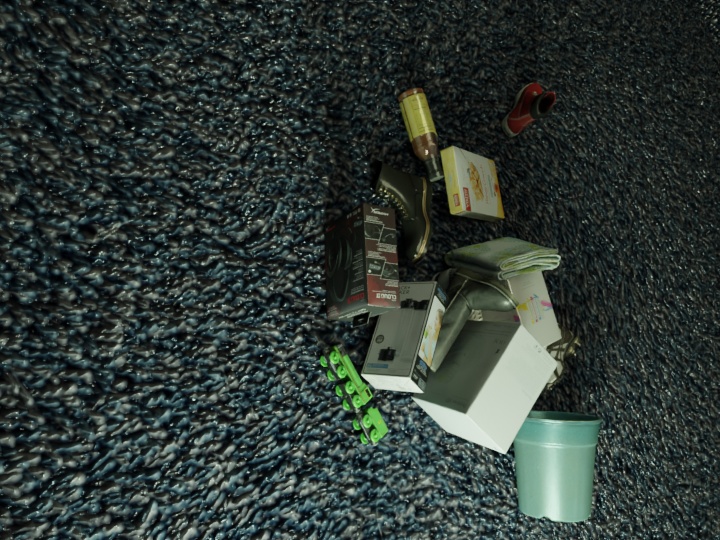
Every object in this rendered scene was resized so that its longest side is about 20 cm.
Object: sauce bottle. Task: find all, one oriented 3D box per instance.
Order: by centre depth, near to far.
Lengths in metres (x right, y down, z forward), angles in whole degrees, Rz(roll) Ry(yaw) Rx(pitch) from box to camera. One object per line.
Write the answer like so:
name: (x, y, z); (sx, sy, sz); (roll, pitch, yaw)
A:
sauce bottle: (0.138, -0.298, 1.364); (0.065, 0.065, 0.205); (-14, 88, -36)

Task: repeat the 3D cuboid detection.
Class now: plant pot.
plant pot: (0.407, 0.406, 1.293); (0.196, 0.198, 0.202); (7, 81, -33)

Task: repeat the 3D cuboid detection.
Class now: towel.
towel: (0.299, -0.029, 1.307); (0.167, 0.199, 0.050); (-10, 103, -25)

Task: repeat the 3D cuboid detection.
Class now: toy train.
toy train: (-0.010, 0.226, 1.133); (0.056, 0.041, 0.204); (-31, 96, -46)

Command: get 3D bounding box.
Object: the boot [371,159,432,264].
boot: (0.075, -0.122, 1.273); (0.136, 0.077, 0.204); (20, 54, -25)

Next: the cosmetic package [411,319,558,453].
cosmetic package: (0.232, 0.212, 1.181); (0.123, 0.198, 0.202); (41, 72, -17)

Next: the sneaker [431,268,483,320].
sneaker: (0.225, 0.090, 1.309); (0.076, 0.080, 0.203); (-38, 101, -37)

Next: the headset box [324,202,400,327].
headset box: (0.000, 0.000, 1.133); (0.076, 0.148, 0.206); (7, 74, -32)

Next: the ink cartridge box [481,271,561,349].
ink cartridge box: (0.339, 0.103, 1.356); (0.123, 0.127, 0.205); (-14, 86, -37)

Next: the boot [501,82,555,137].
boot: (0.456, -0.435, 1.574); (0.072, 0.143, 0.201); (44, 56, -14)

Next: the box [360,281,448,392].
box: (0.086, 0.122, 1.171); (0.060, 0.114, 0.204); (47, 53, -41)

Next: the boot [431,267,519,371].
boot: (0.189, 0.104, 1.186); (0.201, 0.181, 0.073); (-50, 123, -12)

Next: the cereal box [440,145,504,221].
cereal box: (0.258, -0.193, 1.404); (0.198, 0.039, 0.148); (2, 77, -51)

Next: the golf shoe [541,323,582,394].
golf shoe: (0.439, 0.206, 1.443); (0.094, 0.078, 0.200); (42, 54, 3)
